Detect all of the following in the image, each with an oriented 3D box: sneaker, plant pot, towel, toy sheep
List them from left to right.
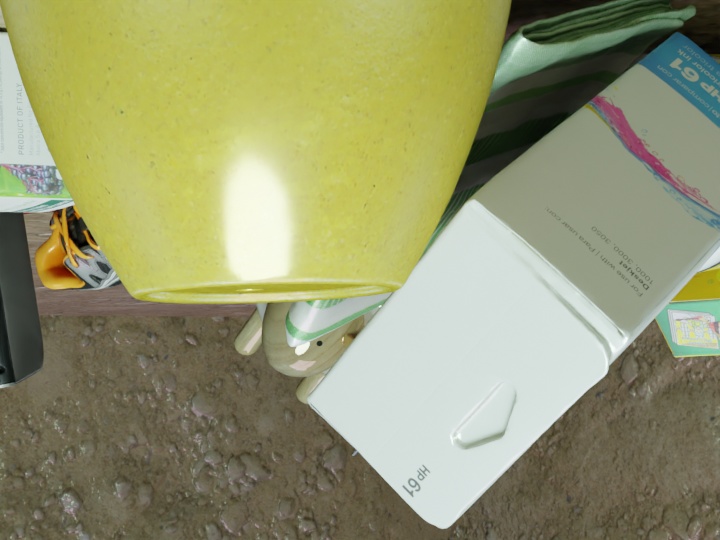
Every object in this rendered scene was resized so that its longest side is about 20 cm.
[{"bbox_3d":[-0.162,-0.031,1.094,0.077,0.078,0.200,-18,165,-24],"label":"sneaker"},{"bbox_3d":[-0.037,-0.061,0.627,0.200,0.142,0.200,-2,176,0],"label":"plant pot"},{"bbox_3d":[0.000,0.000,1.019,0.138,0.138,0.200,-5,-151,31],"label":"toy sheep"},{"bbox_3d":[0.055,-0.046,0.763,0.153,0.023,0.200,-22,159,-51],"label":"towel"}]

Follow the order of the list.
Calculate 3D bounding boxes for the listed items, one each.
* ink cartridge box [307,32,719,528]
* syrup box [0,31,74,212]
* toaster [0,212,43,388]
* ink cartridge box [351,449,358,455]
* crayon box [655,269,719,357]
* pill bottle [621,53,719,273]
[{"bbox_3d":[0.087,0.001,0.717,0.200,0.085,0.145,-40,170,-48],"label":"ink cartridge box"},{"bbox_3d":[-0.229,-0.072,0.793,0.200,0.081,0.079,-1,174,-33],"label":"syrup box"},{"bbox_3d":[-0.296,-0.009,0.987,0.181,0.200,0.119,-10,178,1],"label":"toaster"},{"bbox_3d":[0.092,0.026,1.053,0.198,0.043,0.200,-47,175,-34],"label":"ink cartridge box"},{"bbox_3d":[0.289,-0.032,1.002,0.200,0.173,0.058,-5,133,31],"label":"crayon box"},{"bbox_3d":[0.195,-0.059,0.890,0.112,0.112,0.200,-5,-178,34],"label":"pill bottle"}]
